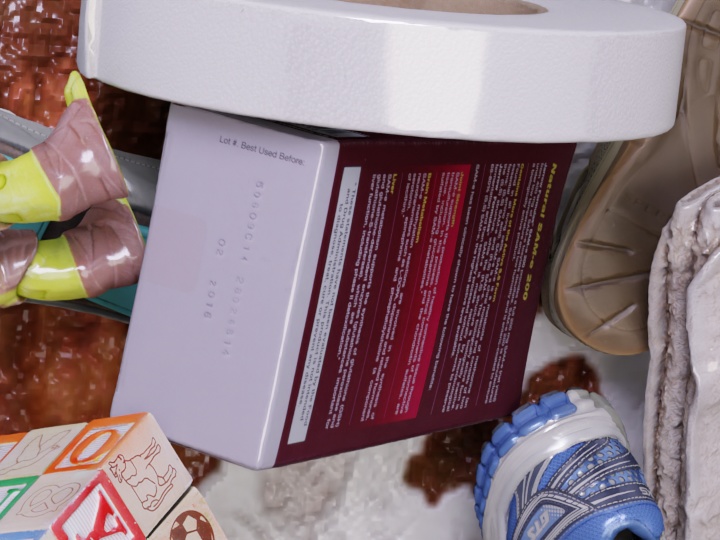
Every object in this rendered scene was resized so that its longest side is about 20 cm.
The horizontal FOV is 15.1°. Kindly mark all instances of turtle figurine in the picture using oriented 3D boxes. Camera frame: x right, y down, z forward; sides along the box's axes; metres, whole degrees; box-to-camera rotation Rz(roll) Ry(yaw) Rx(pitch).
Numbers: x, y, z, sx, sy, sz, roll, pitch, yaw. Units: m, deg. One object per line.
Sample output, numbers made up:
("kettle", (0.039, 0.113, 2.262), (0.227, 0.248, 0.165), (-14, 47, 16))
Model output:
("turtle figurine", (-0.151, -0.004, 0.841), (0.161, 0.064, 0.200), (-22, 134, -6))

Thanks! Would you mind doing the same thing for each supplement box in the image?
("supplement box", (0.000, 0.000, 0.925), (0.200, 0.061, 0.109), (-4, 108, -62))

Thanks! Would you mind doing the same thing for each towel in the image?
("towel", (0.164, 0.037, 1.027), (0.132, 0.034, 0.200), (-26, 132, -29))

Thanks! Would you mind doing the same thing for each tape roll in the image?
("tape roll", (0.006, -0.076, 0.895), (0.202, 0.203, 0.037), (1, 102, -21))

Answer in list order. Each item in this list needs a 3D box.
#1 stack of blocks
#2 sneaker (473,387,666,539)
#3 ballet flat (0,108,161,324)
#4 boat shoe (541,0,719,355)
("stack of blocks", (-0.152, 0.112, 0.878), (0.115, 0.200, 0.059), (-50, 119, -42))
("sneaker", (0.084, 0.147, 1.023), (0.077, 0.085, 0.200), (-18, 127, -16))
("ballet flat", (-0.110, -0.022, 0.934), (0.200, 0.064, 0.067), (18, 121, -33))
("boat shoe", (0.129, -0.061, 1.022), (0.072, 0.065, 0.200), (31, 89, -12))
